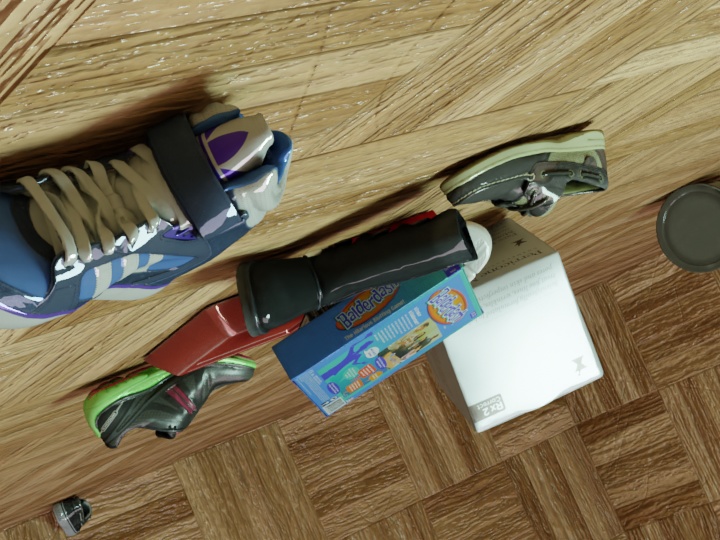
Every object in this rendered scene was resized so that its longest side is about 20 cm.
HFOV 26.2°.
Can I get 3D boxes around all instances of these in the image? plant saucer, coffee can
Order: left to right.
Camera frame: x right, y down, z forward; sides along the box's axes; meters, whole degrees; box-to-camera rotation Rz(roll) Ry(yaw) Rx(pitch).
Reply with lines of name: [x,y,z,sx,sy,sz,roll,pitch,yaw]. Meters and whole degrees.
plant saucer: [-0.110,0.053,1.657,0.199,0.037,0.199,-19,171,-33]
coffee can: [0.600,-0.079,2.619,0.146,0.147,0.200,-28,172,28]

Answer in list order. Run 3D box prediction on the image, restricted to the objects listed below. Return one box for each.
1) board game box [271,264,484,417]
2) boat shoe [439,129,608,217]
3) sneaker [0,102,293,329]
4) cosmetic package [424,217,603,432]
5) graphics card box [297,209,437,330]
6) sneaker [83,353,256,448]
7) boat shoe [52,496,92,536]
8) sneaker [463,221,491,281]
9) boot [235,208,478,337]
board game box: [0.022,0.059,1.553,0.200,0.045,0.152,-33,157,-1]
boat shoe: [0.160,-0.082,1.424,0.200,0.066,0.072,-18,173,-40]
sneaker: [-0.117,-0.042,0.790,0.146,0.081,0.200,-37,165,25]
cosmetic package: [0.156,0.059,1.816,0.164,0.166,0.200,-24,-164,-6]
graphics card box: [0.010,0.027,1.599,0.125,0.051,0.200,-21,154,-28]
sneaker: [-0.210,0.143,1.739,0.199,0.084,0.077,-19,-172,-15]
boat shoe: [-0.614,0.529,3.351,0.071,0.072,0.200,-19,170,-7]
sneaker: [0.068,-0.014,1.716,0.200,0.077,0.082,-29,-161,37]
boot: [0.000,0.000,1.368,0.199,0.066,0.165,-12,-173,9]
